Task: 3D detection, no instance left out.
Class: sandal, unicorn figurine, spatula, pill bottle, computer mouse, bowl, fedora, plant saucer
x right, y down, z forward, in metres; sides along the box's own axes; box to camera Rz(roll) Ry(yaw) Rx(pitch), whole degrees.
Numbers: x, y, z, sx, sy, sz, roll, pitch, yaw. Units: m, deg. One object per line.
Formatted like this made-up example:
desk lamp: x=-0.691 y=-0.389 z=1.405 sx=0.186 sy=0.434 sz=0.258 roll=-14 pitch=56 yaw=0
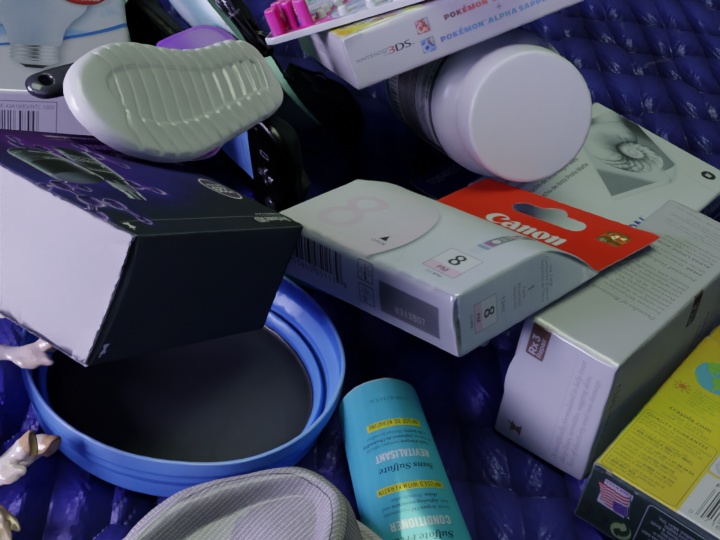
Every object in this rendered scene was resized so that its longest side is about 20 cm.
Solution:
sandal: x=-0.118 y=-0.102 z=0.847 sx=0.202 sy=0.050 sz=0.083 roll=-19 pitch=77 yaw=-57
unicorn figurine: x=-0.238 y=0.061 z=0.741 sx=0.136 sy=0.074 sz=0.201 roll=-9 pitch=46 yaw=9
spatula: x=-0.146 y=-0.136 z=0.879 sx=0.057 sy=0.021 sz=0.200 roll=47 pitch=33 yaw=15
pill bottle: x=0.096 y=-0.137 z=1.021 sx=0.113 sy=0.115 sz=0.200 roll=0 pitch=17 yaw=-16
computer mouse: x=-0.052 y=-0.163 z=1.026 sx=0.034 sy=0.200 sz=0.059 roll=-39 pitch=49 yaw=7
bowl: x=-0.110 y=0.061 z=0.820 sx=0.199 sy=0.040 sz=0.201 roll=7 pitch=37 yaw=-6
fedora: x=-0.059 y=0.161 z=0.639 sx=0.200 sy=0.091 sz=0.177 roll=-32 pitch=54 yaw=-31
plant saucer: x=-0.105 y=-0.186 z=1.056 sx=0.027 sy=0.200 sz=0.200 roll=-40 pitch=48 yaw=5

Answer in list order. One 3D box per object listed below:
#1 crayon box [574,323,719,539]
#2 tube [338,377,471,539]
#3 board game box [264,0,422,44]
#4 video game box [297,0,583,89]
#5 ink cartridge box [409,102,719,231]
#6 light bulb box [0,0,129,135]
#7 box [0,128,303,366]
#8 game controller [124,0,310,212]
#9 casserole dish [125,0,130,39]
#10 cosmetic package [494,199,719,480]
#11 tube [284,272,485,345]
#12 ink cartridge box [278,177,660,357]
crayon box: x=0.239 y=0.120 z=0.832 sx=0.127 sy=0.051 sz=0.200 roll=31 pitch=42 yaw=23
tube: x=0.032 y=0.152 z=0.743 sx=0.077 sy=0.051 sz=0.201 roll=-9 pitch=47 yaw=-9
board game box: x=0.037 y=-0.233 z=0.989 sx=0.199 sy=0.026 sz=0.200 roll=-14 pitch=23 yaw=15
video game box: x=0.050 y=-0.203 z=1.001 sx=0.181 sy=0.047 sz=0.200 roll=-20 pitch=21 yaw=-7
ink cartridge box: x=0.175 y=-0.073 z=1.071 sx=0.199 sy=0.041 sz=0.199 roll=31 pitch=41 yaw=24
light bulb box: x=-0.267 y=-0.133 z=0.953 sx=0.197 sy=0.125 sz=0.201 roll=0 pitch=40 yaw=-16
box: x=-0.142 y=-0.020 z=0.755 sx=0.141 sy=0.079 sz=0.200 roll=30 pitch=13 yaw=18
game controller: x=-0.110 y=-0.124 z=0.989 sx=0.042 sy=0.104 sz=0.200 roll=-41 pitch=66 yaw=-12
casserole dish: x=-0.274 y=-0.211 z=1.124 sx=0.199 sy=0.039 sz=0.121 roll=3 pitch=38 yaw=-11
cosmetic package: x=0.178 y=0.041 z=0.876 sx=0.074 sy=0.102 sz=0.200 roll=30 pitch=42 yaw=24
tube: x=0.000 y=0.000 z=0.916 sx=0.199 sy=0.051 sz=0.077 roll=16 pitch=18 yaw=14
ink cartridge box: x=0.071 y=-0.028 z=0.851 sx=0.200 sy=0.057 sz=0.162 roll=-30 pitch=37 yaw=-33
